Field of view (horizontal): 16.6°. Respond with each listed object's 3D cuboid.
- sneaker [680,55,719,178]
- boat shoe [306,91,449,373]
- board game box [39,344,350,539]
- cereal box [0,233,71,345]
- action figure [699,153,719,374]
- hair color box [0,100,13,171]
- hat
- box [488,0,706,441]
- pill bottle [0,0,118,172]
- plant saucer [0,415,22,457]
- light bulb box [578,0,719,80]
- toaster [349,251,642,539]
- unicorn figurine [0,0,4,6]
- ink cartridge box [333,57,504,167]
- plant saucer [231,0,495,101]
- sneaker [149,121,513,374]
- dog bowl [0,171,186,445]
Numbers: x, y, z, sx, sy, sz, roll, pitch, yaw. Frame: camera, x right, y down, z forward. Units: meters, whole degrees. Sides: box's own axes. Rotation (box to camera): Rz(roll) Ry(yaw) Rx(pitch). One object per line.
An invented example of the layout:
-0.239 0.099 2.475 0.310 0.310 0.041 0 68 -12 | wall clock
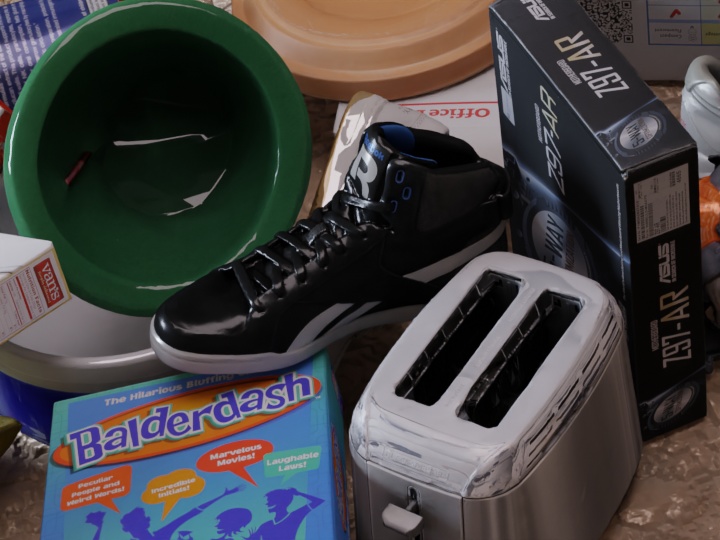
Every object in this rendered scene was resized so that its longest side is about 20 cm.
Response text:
0.279 -0.092 1.427 0.199 0.100 0.078 -3 40 7 | sneaker
0.000 0.000 1.370 0.069 0.071 0.201 16 80 10 | boat shoe
-0.082 0.123 1.231 0.152 0.045 0.200 -13 32 5 | board game box
-0.270 0.037 1.290 0.144 0.040 0.200 9 35 45 | cereal box
0.244 -0.042 1.341 0.193 0.105 0.201 6 82 -5 | action figure
-0.301 -0.048 1.439 0.111 0.064 0.200 43 89 15 | hair color box
-0.114 -0.069 1.418 0.165 0.176 0.201 23 85 -4 | hat
0.128 -0.032 1.322 0.043 0.200 0.160 -21 45 -12 | box
-0.215 -0.109 1.530 0.199 0.111 0.111 -16 44 -7 | pill bottle
-0.312 0.111 1.307 0.199 0.049 0.200 6 12 25 | plant saucer
0.222 -0.230 1.509 0.198 0.200 0.125 1 43 12 | light bulb box
0.074 0.083 1.267 0.113 0.129 0.200 21 51 27 | toaster
-0.315 -0.172 1.653 0.137 0.074 0.200 -36 34 -12 | unicorn figurine
0.051 -0.099 1.501 0.115 0.068 0.200 -1 44 12 | ink cartridge box
0.017 -0.180 1.521 0.200 0.032 0.201 -7 43 6 | plant saucer
-0.017 -0.021 1.278 0.199 0.112 0.073 -14 40 -20 | sneaker
-0.133 0.008 1.418 0.199 0.079 0.200 -5 44 5 | dog bowl
